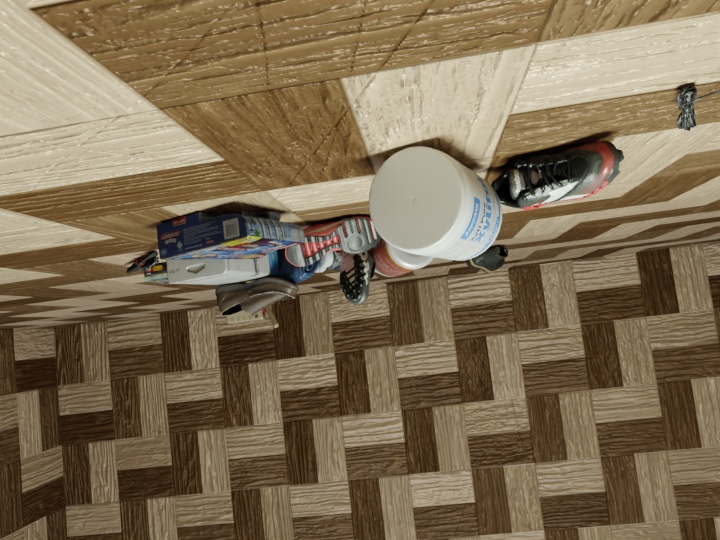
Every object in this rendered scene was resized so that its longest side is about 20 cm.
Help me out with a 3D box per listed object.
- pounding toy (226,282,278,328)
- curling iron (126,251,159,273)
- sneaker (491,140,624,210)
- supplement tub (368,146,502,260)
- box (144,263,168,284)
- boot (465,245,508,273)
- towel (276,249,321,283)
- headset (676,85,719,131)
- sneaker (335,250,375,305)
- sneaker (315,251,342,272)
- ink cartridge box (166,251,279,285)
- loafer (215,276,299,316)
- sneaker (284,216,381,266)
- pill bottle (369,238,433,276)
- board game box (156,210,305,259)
[{"bbox_3d":[-0.307,0.078,1.630,0.140,0.187,0.200,-6,174,-7],"label":"pounding toy"},{"bbox_3d":[-0.489,-0.013,1.273,0.050,0.026,0.199,-47,-158,-30],"label":"curling iron"},{"bbox_3d":[0.264,-0.129,0.809,0.097,0.072,0.199,-6,176,-33],"label":"sneaker"},{"bbox_3d":[0.108,-0.083,0.780,0.130,0.134,0.199,-9,175,26],"label":"supplement tub"},{"bbox_3d":[-0.421,0.000,1.450,0.197,0.041,0.137,-7,173,4],"label":"box"},{"bbox_3d":[0.472,-0.043,1.975,0.198,0.079,0.137,-3,169,-43],"label":"boot"},{"bbox_3d":[-0.151,-0.014,1.279,0.048,0.113,0.199,38,150,-27],"label":"towel"},{"bbox_3d":[0.419,-0.151,0.567,0.198,0.124,0.094,24,165,35],"label":"headset"},{"bbox_3d":[0.000,0.000,1.163,0.066,0.201,0.090,-37,130,19],"label":"sneaker"},{"bbox_3d":[-0.065,-0.037,1.357,0.112,0.077,0.200,-6,180,-18],"label":"sneaker"},{"bbox_3d":[-0.277,-0.020,1.176,0.144,0.087,0.200,-9,173,19],"label":"ink cartridge box"},{"bbox_3d":[-0.219,0.063,1.227,0.197,0.072,0.073,-9,159,23],"label":"loafer"},{"bbox_3d":[-0.056,-0.073,1.125,0.197,0.075,0.087,-14,-153,-9],"label":"sneaker"},{"bbox_3d":[0.077,-0.047,1.209,0.110,0.114,0.200,-5,174,-17],"label":"pill bottle"},{"bbox_3d":[-0.204,-0.061,0.989,0.198,0.063,0.199,-10,175,29],"label":"board game box"}]
